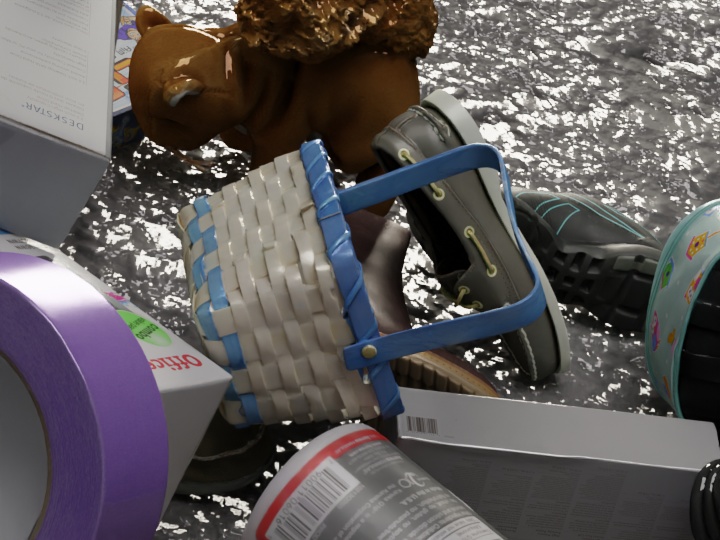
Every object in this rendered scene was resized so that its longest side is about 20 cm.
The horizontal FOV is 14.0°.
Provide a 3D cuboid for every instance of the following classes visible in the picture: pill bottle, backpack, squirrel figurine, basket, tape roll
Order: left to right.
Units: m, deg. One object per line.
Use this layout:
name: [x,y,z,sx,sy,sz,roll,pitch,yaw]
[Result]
tape roll: [-0.199,0.092,1.511,0.200,0.201,0.066,33,18,21]
squirrel figurine: [-0.053,-0.144,1.926,0.186,0.200,0.142,7,44,-23]
basket: [0.000,0.000,1.708,0.199,0.140,0.177,-19,32,5]
pill bottle: [0.038,0.186,1.637,0.200,0.114,0.114,38,45,25]
backpack: [0.277,0.033,1.849,0.199,0.177,0.153,1,25,-18]

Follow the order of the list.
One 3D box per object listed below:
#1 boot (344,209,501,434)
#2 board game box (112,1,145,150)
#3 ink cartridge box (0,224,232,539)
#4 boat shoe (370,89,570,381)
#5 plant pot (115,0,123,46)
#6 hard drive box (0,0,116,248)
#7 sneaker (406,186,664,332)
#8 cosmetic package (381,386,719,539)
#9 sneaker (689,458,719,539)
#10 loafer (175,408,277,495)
boot: [0.013,0.020,1.855,0.199,0.073,0.167,21,38,4]
board game box: [-0.218,-0.124,1.978,0.200,0.035,0.135,-26,54,-38]
ink cartridge box: [-0.207,0.072,1.633,0.200,0.147,0.147,34,18,21]
boat shoe: [0.070,-0.013,1.853,0.060,0.202,0.072,-31,18,-16]
plant pot: [-0.259,-0.196,1.886,0.199,0.201,0.177,5,30,-12]
hard drive box: [-0.226,-0.128,1.705,0.155,0.077,0.201,21,37,-19]
sneaker: [0.121,-0.017,1.941,0.199,0.076,0.079,21,26,-13]
cosmetic package: [0.109,0.123,1.759,0.199,0.083,0.051,7,37,-10]
sneaker: [0.266,0.168,1.729,0.099,0.200,0.071,-1,52,44]
loafer: [-0.142,0.069,1.750,0.199,0.070,0.075,22,40,8]
